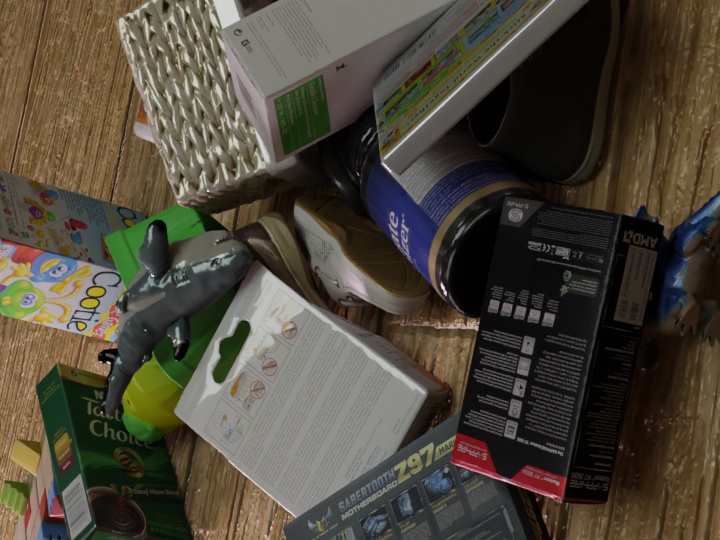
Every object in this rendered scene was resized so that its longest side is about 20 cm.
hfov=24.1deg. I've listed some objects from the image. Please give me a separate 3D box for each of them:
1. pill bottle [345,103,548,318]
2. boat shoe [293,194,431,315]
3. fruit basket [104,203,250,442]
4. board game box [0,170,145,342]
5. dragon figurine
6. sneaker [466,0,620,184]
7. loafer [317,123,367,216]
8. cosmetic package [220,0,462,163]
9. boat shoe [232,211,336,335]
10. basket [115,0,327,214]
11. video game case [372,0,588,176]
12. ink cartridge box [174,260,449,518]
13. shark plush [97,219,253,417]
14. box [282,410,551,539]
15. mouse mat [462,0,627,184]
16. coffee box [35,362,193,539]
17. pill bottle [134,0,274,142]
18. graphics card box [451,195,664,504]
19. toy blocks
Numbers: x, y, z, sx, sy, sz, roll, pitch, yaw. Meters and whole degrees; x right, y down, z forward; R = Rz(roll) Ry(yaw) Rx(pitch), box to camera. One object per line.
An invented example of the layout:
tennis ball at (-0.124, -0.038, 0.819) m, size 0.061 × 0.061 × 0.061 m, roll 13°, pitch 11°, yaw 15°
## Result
pill bottle at (0.068, -0.059, 1.356) m, size 0.113 × 0.111 × 0.200 m, roll -59°, pitch 40°, yaw 16°
boat shoe at (0.000, 0.000, 1.458) m, size 0.200 × 0.070 × 0.070 m, roll 44°, pitch 131°, yaw 54°
fruit basket at (-0.177, 0.068, 1.594) m, size 0.214 × 0.155 × 0.218 m, roll -19°, pitch 53°, yaw 27°
board game box at (-0.319, -0.014, 1.736) m, size 0.103 × 0.199 × 0.106 m, roll -46°, pitch 46°, yaw 29°
dragon figurine at (0.221, -0.009, 1.194) m, size 0.099 × 0.058 × 0.202 m, roll 23°, pitch 96°, yaw 51°
sneaker at (0.140, -0.177, 1.306) m, size 0.074 × 0.105 × 0.203 m, roll -15°, pitch 65°, yaw 46°
loafer at (-0.007, -0.134, 1.520) m, size 0.071 × 0.073 × 0.201 m, roll -30°, pitch 51°, yaw 9°
cosmetic package at (-0.008, -0.190, 1.410) m, size 0.198 × 0.108 × 0.085 m, roll -28°, pitch 65°, yaw -8°
boat shoe at (-0.064, 0.047, 1.468) m, size 0.202 × 0.071 × 0.072 m, roll 64°, pitch 162°, yaw 16°
basket at (-0.127, -0.159, 1.538) m, size 0.122 × 0.135 × 0.202 m, roll -22°, pitch 83°, yaw 10°
video game case at (0.088, -0.174, 1.287) m, size 0.200 × 0.023 × 0.182 m, roll -42°, pitch 19°, yaw 15°
ink cartridge box at (-0.044, 0.112, 1.419) m, size 0.199 × 0.050 × 0.163 m, roll 37°, pitch 107°, yaw 25°
shark plush at (-0.173, 0.042, 1.444) m, size 0.200 × 0.091 × 0.083 m, roll -49°, pitch 63°, yaw 5°
box at (0.045, 0.220, 1.294) m, size 0.199 × 0.051 × 0.159 m, roll -35°, pitch 51°, yaw 18°
mouse mat at (0.148, -0.175, 1.387) m, size 0.160 × 0.007 × 0.202 m, roll 14°, pitch 87°, yaw 52°
coffee box at (-0.239, 0.187, 1.628) m, size 0.044 × 0.122 × 0.201 m, roll -46°, pitch 44°, yaw 26°
pill bottle at (-0.143, -0.212, 1.668) m, size 0.112 × 0.111 × 0.202 m, roll 21°, pitch 94°, yaw 51°
graphics card box at (0.137, 0.054, 1.196) m, size 0.125 × 0.050 × 0.203 m, roll 12°, pitch 92°, yaw 53°
toy blocks at (-0.302, 0.254, 1.675) m, size 0.137 × 0.099 × 0.202 m, roll -116°, pitch 40°, yaw -58°
